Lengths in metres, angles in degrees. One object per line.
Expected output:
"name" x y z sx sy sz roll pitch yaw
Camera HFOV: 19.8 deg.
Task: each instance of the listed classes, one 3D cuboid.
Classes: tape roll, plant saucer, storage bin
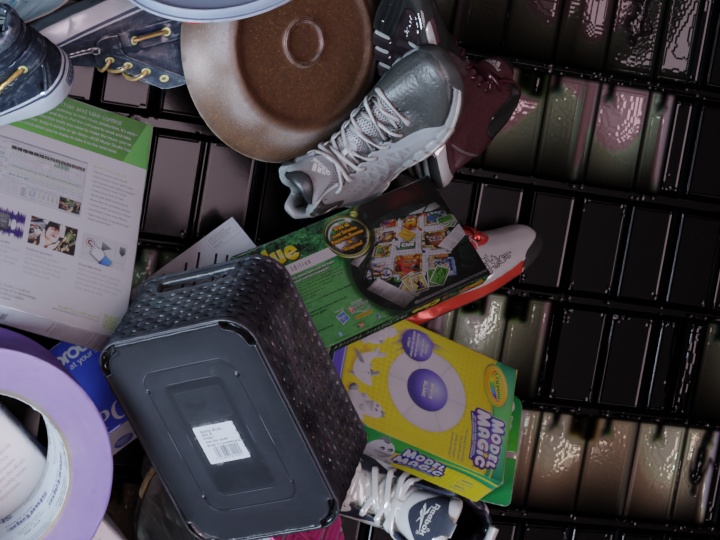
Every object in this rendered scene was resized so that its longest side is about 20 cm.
"tape roll" -0.292 0.145 1.553 0.199 0.085 0.201 -4 101 -18
"plant saucer" -0.055 -0.187 1.689 0.200 0.037 0.201 -7 101 -36
"storage bin" -0.096 0.103 1.595 0.135 0.094 0.200 -13 118 24

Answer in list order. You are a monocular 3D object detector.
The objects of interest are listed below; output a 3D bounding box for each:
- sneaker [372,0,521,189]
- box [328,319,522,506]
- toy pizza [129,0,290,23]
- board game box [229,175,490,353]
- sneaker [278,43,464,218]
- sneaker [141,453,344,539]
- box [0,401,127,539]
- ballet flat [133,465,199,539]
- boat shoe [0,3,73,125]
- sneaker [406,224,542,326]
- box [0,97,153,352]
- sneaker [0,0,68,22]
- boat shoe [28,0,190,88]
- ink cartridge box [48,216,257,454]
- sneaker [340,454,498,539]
"sneaker" 0.079 -0.174 1.737 0.115 0.076 0.200 -33 138 -25
"box" 0.054 0.111 1.715 0.200 0.048 0.118 25 53 -21
"toy pizza" -0.102 -0.261 1.629 0.200 0.200 0.032 -28 141 -12
"board game box" 0.000 0.000 1.693 0.200 0.023 0.105 -23 75 -28
"sneaker" 0.000 -0.097 1.663 0.115 0.200 0.075 -28 74 -42
"sneaker" -0.101 0.193 1.741 0.200 0.088 0.081 40 51 -7
"box" -0.305 0.202 1.663 0.152 0.106 0.200 -42 109 -7
"ballet flat" -0.154 0.228 1.709 0.066 0.057 0.200 -10 128 -8
"boat shoe" -0.325 -0.140 1.569 0.200 0.071 0.091 -23 145 14
"sneaker" 0.055 -0.019 1.770 0.201 0.067 0.108 -28 109 -10
"box" -0.244 -0.046 1.626 0.144 0.036 0.201 18 61 -24
"sneaker" -0.279 -0.220 1.616 0.200 0.082 0.074 -32 108 -11
"boat shoe" -0.191 -0.178 1.658 0.200 0.071 0.091 -25 107 -14
"ink cartridge box" -0.155 0.053 1.699 0.200 0.044 0.094 -36 68 -9
"sneaker" 0.031 0.196 1.764 0.199 0.130 0.080 26 89 -20
